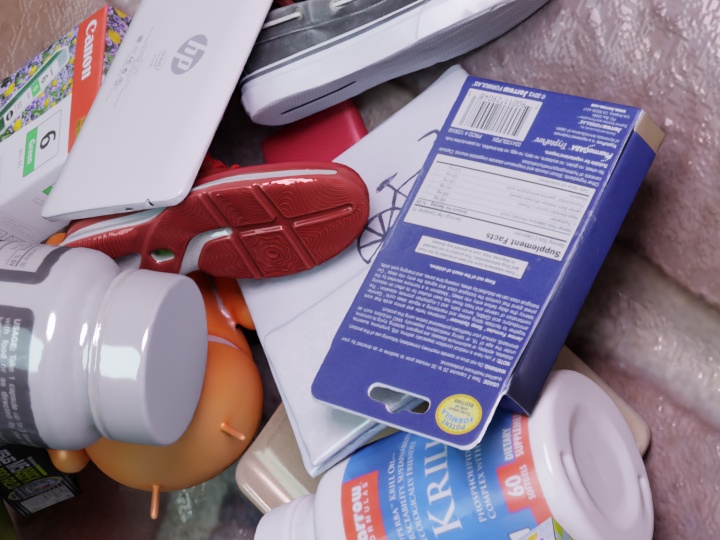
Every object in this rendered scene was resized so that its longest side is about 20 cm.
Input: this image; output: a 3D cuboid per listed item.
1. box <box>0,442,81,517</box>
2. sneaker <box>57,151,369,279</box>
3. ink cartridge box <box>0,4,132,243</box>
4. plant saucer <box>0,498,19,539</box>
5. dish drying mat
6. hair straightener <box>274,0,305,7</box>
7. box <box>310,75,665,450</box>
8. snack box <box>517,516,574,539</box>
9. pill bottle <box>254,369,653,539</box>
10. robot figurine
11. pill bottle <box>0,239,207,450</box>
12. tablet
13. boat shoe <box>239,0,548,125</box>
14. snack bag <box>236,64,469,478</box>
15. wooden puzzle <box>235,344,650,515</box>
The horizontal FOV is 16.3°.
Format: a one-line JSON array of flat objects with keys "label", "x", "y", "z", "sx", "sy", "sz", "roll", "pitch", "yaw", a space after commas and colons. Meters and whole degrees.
[{"label": "box", "x": -0.236, "y": 0.059, "z": 1.570, "sx": 0.044, "sy": 0.200, "sz": 0.160, "roll": -22, "pitch": 74, "yaw": -3}, {"label": "sneaker", "x": -0.083, "y": -0.053, "z": 1.436, "sx": 0.200, "sy": 0.078, "sz": 0.116, "roll": -11, "pitch": 44, "yaw": 22}, {"label": "ink cartridge box", "x": -0.165, "y": -0.100, "z": 1.560, "sx": 0.200, "sy": 0.050, "sz": 0.109, "roll": -30, "pitch": 44, "yaw": 36}, {"label": "plant saucer", "x": -0.241, "y": 0.161, "z": 1.586, "sx": 0.031, "sy": 0.200, "sz": 0.200, "roll": -23, "pitch": 73, "yaw": -7}, {"label": "dish drying mat", "x": 0.000, "y": 0.000, "z": 1.479, "sx": 0.077, "sy": 0.018, "sz": 0.200, "roll": -29, "pitch": 73, "yaw": 36}, {"label": "hair straightener", "x": -0.041, "y": -0.194, "z": 1.487, "sx": 0.200, "sy": 0.041, "sz": 0.077, "roll": 50, "pitch": 121, "yaw": 26}, {"label": "box", "x": 0.064, "y": -0.002, "z": 1.306, "sx": 0.121, "sy": 0.032, "sz": 0.200, "roll": 16, "pitch": 71, "yaw": 41}, {"label": "snack box", "x": 0.093, "y": 0.248, "z": 1.281, "sx": 0.169, "sy": 0.200, "sz": 0.068, "roll": -35, "pitch": 26, "yaw": 15}, {"label": "pill bottle", "x": 0.045, "y": 0.135, "z": 1.341, "sx": 0.200, "sy": 0.112, "sz": 0.112, "roll": -24, "pitch": 77, "yaw": 27}, {"label": "robot figurine", "x": -0.128, "y": 0.050, "z": 1.506, "sx": 0.117, "sy": 0.144, "sz": 0.200, "roll": 93, "pitch": 157, "yaw": -48}, {"label": "pill bottle", "x": -0.194, "y": 0.040, "z": 1.395, "sx": 0.200, "sy": 0.113, "sz": 0.113, "roll": 6, "pitch": 97, "yaw": 17}, {"label": "tablet", "x": -0.108, "y": -0.118, "z": 1.443, "sx": 0.130, "sy": 0.014, "sz": 0.200, "roll": -5, "pitch": 55, "yaw": 47}, {"label": "boat shoe", "x": 0.012, "y": -0.147, "z": 1.406, "sx": 0.200, "sy": 0.072, "sz": 0.071, "roll": -20, "pitch": 80, "yaw": 21}, {"label": "snack bag", "x": 0.017, "y": -0.009, "z": 1.384, "sx": 0.188, "sy": 0.021, "sz": 0.200, "roll": -36, "pitch": 45, "yaw": 14}, {"label": "wooden puzzle", "x": 0.045, "y": 0.104, "z": 1.423, "sx": 0.185, "sy": 0.037, "sz": 0.200, "roll": 43, "pitch": 113, "yaw": 17}]
